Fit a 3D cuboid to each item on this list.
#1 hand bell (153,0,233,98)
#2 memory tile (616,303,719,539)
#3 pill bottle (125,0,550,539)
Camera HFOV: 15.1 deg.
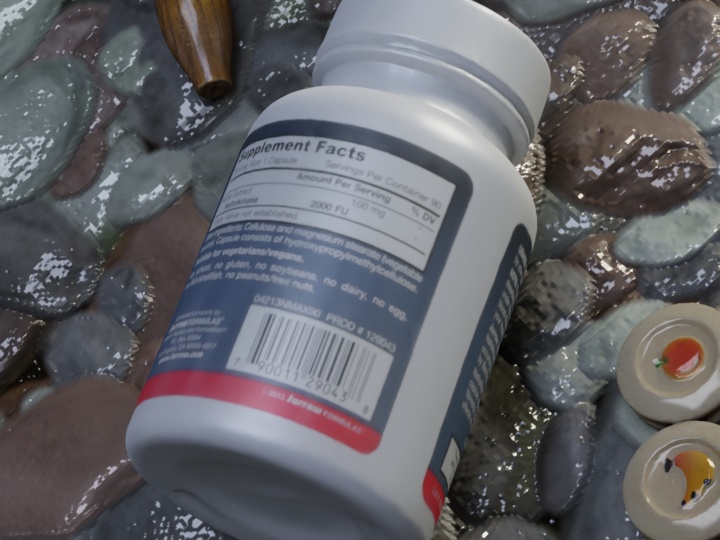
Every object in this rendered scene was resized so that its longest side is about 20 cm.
[{"bbox_3d":[-0.089,-0.166,1.205,0.103,0.104,0.201,-20,66,13],"label":"hand bell"},{"bbox_3d":[0.165,0.088,0.958,0.152,0.017,0.201,-13,57,19],"label":"memory tile"},{"bbox_3d":[0.000,0.000,1.026,0.119,0.120,0.201,8,64,29],"label":"pill bottle"}]
